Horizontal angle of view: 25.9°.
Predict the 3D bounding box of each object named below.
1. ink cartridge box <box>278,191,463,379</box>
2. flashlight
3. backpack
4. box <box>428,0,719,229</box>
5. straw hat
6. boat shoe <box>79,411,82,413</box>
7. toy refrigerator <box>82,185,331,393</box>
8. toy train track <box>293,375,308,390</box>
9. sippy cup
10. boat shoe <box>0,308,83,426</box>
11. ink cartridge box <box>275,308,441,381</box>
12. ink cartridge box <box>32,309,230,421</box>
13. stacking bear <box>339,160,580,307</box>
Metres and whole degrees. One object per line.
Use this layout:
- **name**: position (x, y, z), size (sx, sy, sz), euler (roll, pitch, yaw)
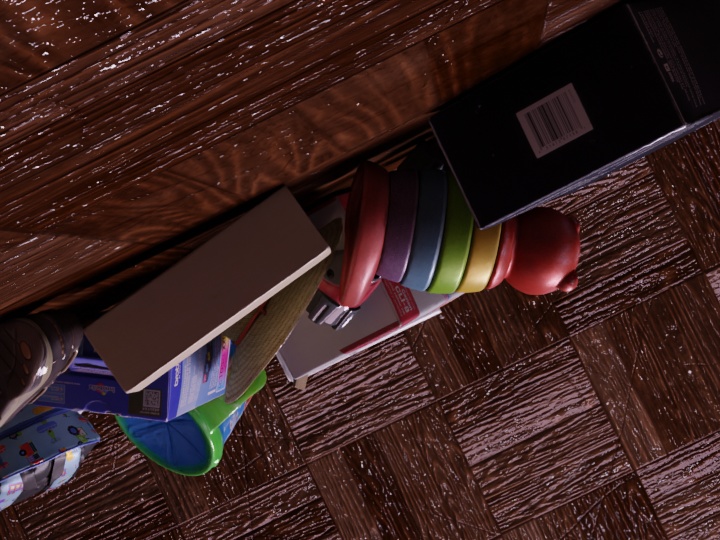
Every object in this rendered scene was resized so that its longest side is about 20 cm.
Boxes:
- **ink cartridge box**: position (0.000, 0.000, 1.611), size (0.145, 0.145, 0.200), euler (-29, 177, 30)
- **flashlight**: position (0.016, -0.035, 1.444), size (0.200, 0.068, 0.068), euler (-52, 158, 25)
- **backpack**: position (-0.367, 0.175, 1.597), size (0.182, 0.135, 0.200), euler (-22, 177, -29)
- **box**: position (0.191, -0.133, 1.264), size (0.200, 0.104, 0.182), euler (-27, 176, 35)
- **straw hat**: position (-0.105, 0.016, 1.421), size (0.201, 0.085, 0.201), euler (-55, -169, 16)
- **boat shoe**: position (-0.285, 0.095, 1.674), size (0.086, 0.075, 0.202), euler (-31, 172, -32)
- **toy refrigerator**: position (-0.124, 0.014, 1.278), size (0.200, 0.070, 0.076), euler (-36, 178, -1)
- **toy train track**: position (-0.083, 0.060, 1.654), size (0.032, 0.115, 0.200), euler (10, 172, 27)
- **sippy cup**: position (-0.177, 0.127, 1.679), size (0.177, 0.140, 0.130), euler (19, -134, 24)
- **boat shoe**: position (-0.287, 0.086, 1.301), size (0.073, 0.075, 0.200), euler (-24, 178, -40)
- **ink cartridge box**: position (-0.024, 0.025, 1.867), size (0.199, 0.146, 0.084), euler (-25, -177, 2)
- **ink cartridge box**: position (-0.214, 0.087, 1.445), size (0.136, 0.077, 0.200), euler (6, -173, 13)
- **stacking bear**: position (0.091, -0.027, 1.347), size (0.199, 0.122, 0.114), euler (9, 146, -7)
